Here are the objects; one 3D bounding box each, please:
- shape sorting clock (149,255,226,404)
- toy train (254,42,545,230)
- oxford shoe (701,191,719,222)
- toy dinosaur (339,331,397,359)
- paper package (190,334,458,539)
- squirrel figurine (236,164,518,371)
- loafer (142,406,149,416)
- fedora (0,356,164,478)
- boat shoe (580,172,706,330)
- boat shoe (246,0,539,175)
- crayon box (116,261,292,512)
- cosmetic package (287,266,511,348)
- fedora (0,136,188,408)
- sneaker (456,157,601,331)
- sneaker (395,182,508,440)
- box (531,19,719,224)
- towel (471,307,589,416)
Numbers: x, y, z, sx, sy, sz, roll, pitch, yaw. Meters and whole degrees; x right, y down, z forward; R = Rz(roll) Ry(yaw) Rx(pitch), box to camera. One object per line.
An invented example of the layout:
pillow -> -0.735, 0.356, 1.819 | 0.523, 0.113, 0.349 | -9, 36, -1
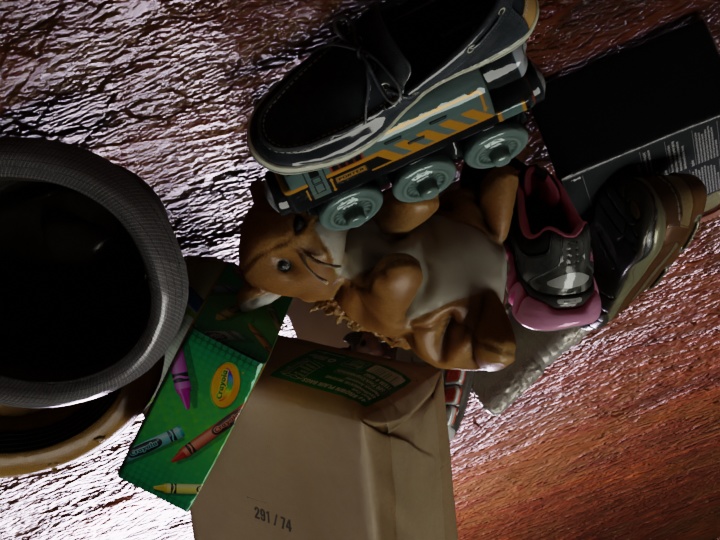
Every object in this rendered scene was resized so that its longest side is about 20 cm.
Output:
shape sorting clock -> -0.175, 0.060, 1.779 | 0.200, 0.039, 0.200 | -39, 160, -17
toy train -> 0.024, -0.097, 1.535 | 0.199, 0.086, 0.114 | -23, 154, 2
oxford shoe -> 0.293, -0.100, 1.930 | 0.074, 0.071, 0.200 | 27, 134, -36
toy dinosaur -> 0.037, 0.100, 1.915 | 0.136, 0.086, 0.200 | -50, 163, 23
paper package -> -0.036, 0.156, 1.816 | 0.199, 0.192, 0.103 | 12, -151, 38
squirrel figurine -> 0.000, 0.000, 1.666 | 0.185, 0.143, 0.200 | 5, 170, -13
loafer -> -0.122, 0.121, 2.031 | 0.067, 0.077, 0.200 | -20, 165, 17
fedora -> -0.236, 0.059, 1.627 | 0.199, 0.082, 0.201 | -14, 138, -13
boat shoe -> 0.204, -0.015, 1.768 | 0.073, 0.076, 0.200 | -18, 165, -20
boat shoe -> 0.015, -0.128, 1.438 | 0.199, 0.075, 0.062 | -29, 158, 6
crayon box -> -0.106, 0.077, 1.659 | 0.119, 0.058, 0.200 | -63, -178, 13
cosmetic package -> 0.049, 0.016, 1.932 | 0.199, 0.073, 0.103 | -28, 163, 15
fedora -> -0.194, -0.011, 1.445 | 0.199, 0.178, 0.090 | -6, -158, 15
sneaker -> 0.122, -0.045, 1.699 | 0.078, 0.200, 0.096 | -12, 126, -13
sneaker -> 0.085, 0.037, 1.821 | 0.082, 0.202, 0.077 | 11, 178, -41
box -> 0.209, -0.099, 1.764 | 0.140, 0.079, 0.200 | -24, 164, 4
towel -> 0.128, 0.049, 1.982 | 0.132, 0.034, 0.200 | -44, -162, 1
